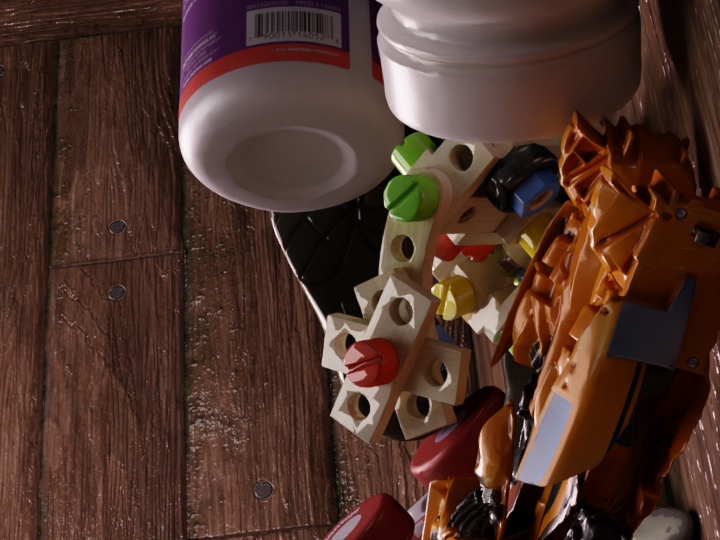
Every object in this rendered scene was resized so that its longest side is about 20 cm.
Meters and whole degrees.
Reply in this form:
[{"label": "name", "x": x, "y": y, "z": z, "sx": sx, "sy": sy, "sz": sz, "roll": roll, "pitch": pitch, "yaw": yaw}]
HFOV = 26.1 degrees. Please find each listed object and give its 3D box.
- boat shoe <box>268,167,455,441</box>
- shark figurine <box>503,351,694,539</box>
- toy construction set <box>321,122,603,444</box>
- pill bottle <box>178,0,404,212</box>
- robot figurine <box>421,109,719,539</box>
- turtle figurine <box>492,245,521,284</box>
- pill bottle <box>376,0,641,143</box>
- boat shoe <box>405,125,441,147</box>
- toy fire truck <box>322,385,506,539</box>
[{"label": "boat shoe", "x": 0.000, "y": 0.000, "z": 0.852, "sx": 0.074, "sy": 0.076, "sz": 0.200, "roll": 60, "pitch": -166, "yaw": -77}, {"label": "shark figurine", "x": 0.106, "y": 0.116, "z": 0.741, "sx": 0.128, "sy": 0.089, "sz": 0.215, "roll": -62, "pitch": 20, "yaw": 19}, {"label": "toy construction set", "x": 0.047, "y": -0.009, "z": 0.638, "sx": 0.092, "sy": 0.131, "sz": 0.200, "roll": 44, "pitch": -153, "yaw": 9}, {"label": "pill bottle", "x": -0.036, "y": -0.138, "z": 0.807, "sx": 0.112, "sy": 0.112, "sz": 0.200, "roll": 80, "pitch": -173, "yaw": -59}, {"label": "robot figurine", "x": 0.068, "y": 0.053, "z": 0.524, "sx": 0.145, "sy": 0.058, "sz": 0.200, "roll": -90, "pitch": 18, "yaw": -72}, {"label": "turtle figurine", "x": 0.079, "y": -0.010, "z": 0.955, "sx": 0.161, "sy": 0.064, "sz": 0.200, "roll": 28, "pitch": -151, "yaw": -34}, {"label": "pill bottle", "x": 0.045, "y": -0.153, "z": 0.525, "sx": 0.113, "sy": 0.113, "sz": 0.200, "roll": -93, "pitch": -4, "yaw": -60}, {"label": "boat shoe", "x": 0.045, "y": -0.078, "z": 0.856, "sx": 0.075, "sy": 0.066, "sz": 0.199, "roll": 56, "pitch": 174, "yaw": -1}, {"label": "toy fire truck", "x": 0.059, "y": 0.142, "z": 0.880, "sx": 0.112, "sy": 0.200, "sz": 0.168, "roll": 45, "pitch": -175, "yaw": -6}]
